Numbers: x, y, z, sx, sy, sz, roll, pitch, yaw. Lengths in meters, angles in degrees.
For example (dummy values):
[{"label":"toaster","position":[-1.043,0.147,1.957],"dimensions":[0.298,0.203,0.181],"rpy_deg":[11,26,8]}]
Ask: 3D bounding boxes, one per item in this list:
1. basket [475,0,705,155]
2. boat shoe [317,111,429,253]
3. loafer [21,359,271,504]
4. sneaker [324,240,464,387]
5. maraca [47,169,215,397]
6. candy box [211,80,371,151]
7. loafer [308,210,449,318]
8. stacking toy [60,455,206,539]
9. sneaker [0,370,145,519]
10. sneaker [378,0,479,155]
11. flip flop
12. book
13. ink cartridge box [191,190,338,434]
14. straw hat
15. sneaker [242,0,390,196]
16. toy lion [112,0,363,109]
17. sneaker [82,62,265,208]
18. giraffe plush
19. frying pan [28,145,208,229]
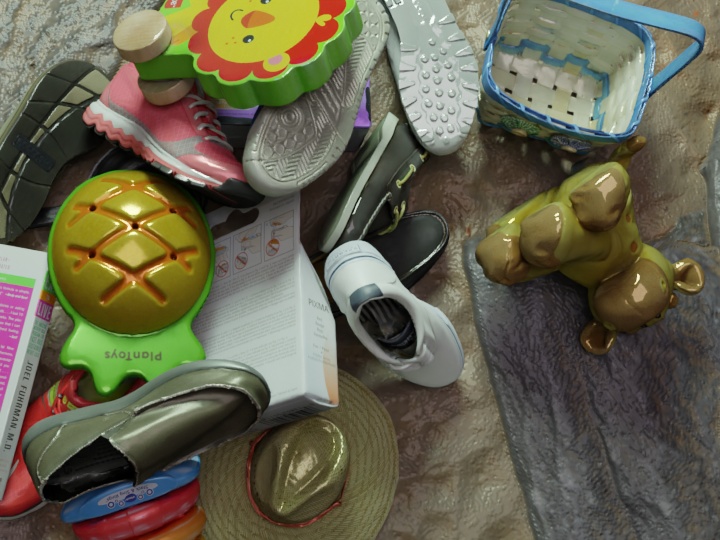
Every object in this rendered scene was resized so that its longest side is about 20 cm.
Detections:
[{"label":"basket","position":[0.197,-0.192,1.046],"dimensions":[0.175,0.200,0.140],"rpy_deg":[16,67,-3]},{"label":"boat shoe","position":[0.017,-0.070,1.017],"dimensions":[0.060,0.072,0.202],"rpy_deg":[35,39,-9]},{"label":"loafer","position":[-0.161,0.131,0.873],"dimensions":[0.199,0.070,0.076],"rpy_deg":[-21,125,2]},{"label":"sneaker","position":[0.033,0.058,0.977],"dimensions":[0.073,0.200,0.071],"rpy_deg":[-33,45,14]},{"label":"maraca","position":[-0.185,0.007,0.934],"dimensions":[0.136,0.107,0.201],"rpy_deg":[-1,65,-11]},{"label":"candy box","position":[-0.079,-0.219,1.070],"dimensions":[0.166,0.072,0.202],"rpy_deg":[1,78,-10]},{"label":"loafer","position":[0.000,0.000,1.034],"dimensions":[0.199,0.072,0.073],"rpy_deg":[-31,84,-16]},{"label":"stacking toy","position":[-0.162,0.256,0.942],"dimensions":[0.115,0.110,0.201],"rpy_deg":[-17,94,-7]},{"label":"sneaker","position":[-0.244,0.119,0.954],"dimensions":[0.077,0.085,0.200],"rpy_deg":[42,73,3]},{"label":"sneaker","position":[0.060,-0.199,1.082],"dimensions":[0.076,0.081,0.202],"rpy_deg":[-9,76,-9]},{"label":"flip flop","position":[-0.286,-0.106,1.009],"dimensions":[0.081,0.057,0.201],"rpy_deg":[44,61,-30]},{"label":"book","position":[-0.331,0.075,0.944],"dimensions":[0.133,0.048,0.201],"rpy_deg":[9,76,16]},{"label":"ink cartridge box","position":[-0.096,0.037,0.978],"dimensions":[0.050,0.161,0.201],"rpy_deg":[29,51,-45]},{"label":"straw hat","position":[-0.051,0.168,0.978],"dimensions":[0.199,0.085,0.203],"rpy_deg":[2,77,-11]},{"label":"sneaker","position":[-0.053,-0.137,0.962],"dimensions":[0.077,0.111,0.201],"rpy_deg":[33,66,-21]},{"label":"toy lion","position":[-0.089,-0.211,0.929],"dimensions":[0.190,0.069,0.201],"rpy_deg":[-1,53,17]},{"label":"sneaker","position":[-0.150,-0.122,0.960],"dimensions":[0.199,0.074,0.087],"rpy_deg":[30,91,29]},{"label":"giraffe plush","position":[0.223,-0.008,1.054],"dimensions":[0.163,0.172,0.200],"rpy_deg":[57,39,-5]},{"label":"frying pan","position":[-0.221,-0.044,1.020],"dimensions":[0.189,0.031,0.115],"rpy_deg":[-33,75,-3]}]
